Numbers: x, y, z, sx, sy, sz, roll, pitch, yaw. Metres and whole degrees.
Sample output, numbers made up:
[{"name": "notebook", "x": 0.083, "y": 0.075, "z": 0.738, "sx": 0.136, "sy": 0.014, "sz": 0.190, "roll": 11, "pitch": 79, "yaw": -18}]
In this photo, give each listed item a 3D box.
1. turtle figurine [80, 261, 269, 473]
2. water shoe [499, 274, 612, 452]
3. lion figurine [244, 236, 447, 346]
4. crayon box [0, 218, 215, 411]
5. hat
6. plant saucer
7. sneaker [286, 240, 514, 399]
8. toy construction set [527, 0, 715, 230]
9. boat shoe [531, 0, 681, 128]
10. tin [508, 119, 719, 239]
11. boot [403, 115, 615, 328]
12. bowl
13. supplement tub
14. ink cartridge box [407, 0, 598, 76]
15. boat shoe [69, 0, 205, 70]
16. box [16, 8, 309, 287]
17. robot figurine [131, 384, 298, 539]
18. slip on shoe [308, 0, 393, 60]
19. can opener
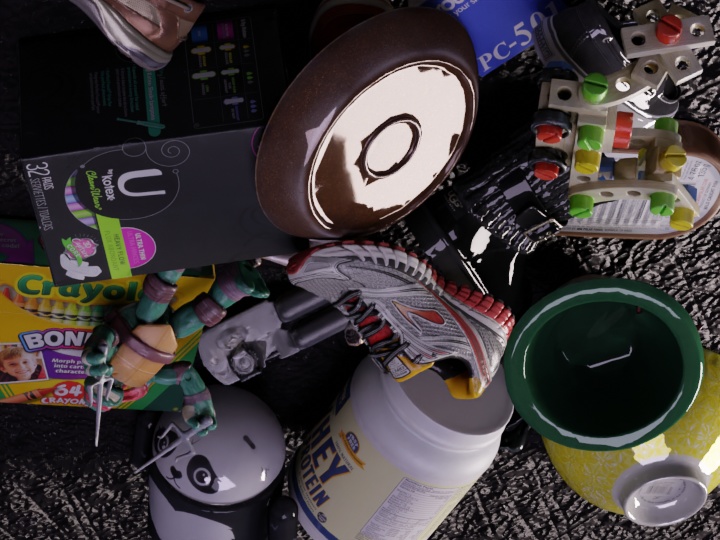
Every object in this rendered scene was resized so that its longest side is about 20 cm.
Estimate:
[{"name": "turtle figurine", "x": -0.169, "y": 0.065, "z": 1.671, "sx": 0.149, "sy": 0.101, "sz": 0.200, "roll": 17, "pitch": 117, "yaw": -47}, {"name": "water shoe", "x": 0.175, "y": 0.087, "z": 1.857, "sx": 0.071, "sy": 0.079, "sz": 0.200, "roll": 16, "pitch": 133, "yaw": -26}, {"name": "lion figurine", "x": 0.000, "y": 0.000, "z": 1.700, "sx": 0.122, "sy": 0.200, "sz": 0.073, "roll": -28, "pitch": 157, "yaw": -55}, {"name": "crayon box", "x": -0.234, "y": 0.039, "z": 1.746, "sx": 0.198, "sy": 0.059, "sz": 0.173, "roll": 4, "pitch": 137, "yaw": -15}, {"name": "hat", "x": 0.203, "y": 0.042, "z": 1.787, "sx": 0.164, "sy": 0.177, "sz": 0.201, "roll": -16, "pitch": 123, "yaw": 10}, {"name": "plant saucer", "x": 0.014, "y": -0.097, "z": 1.520, "sx": 0.199, "sy": 0.035, "sz": 0.201, "roll": -27, "pitch": 143, "yaw": -23}, {"name": "sneaker", "x": 0.030, "y": 0.036, "z": 1.581, "sx": 0.199, "sy": 0.083, "sz": 0.078, "roll": 25, "pitch": 158, "yaw": -25}, {"name": "toy construction set", "x": 0.187, "y": -0.102, "z": 1.482, "sx": 0.130, "sy": 0.093, "sz": 0.201, "roll": 7, "pitch": 144, "yaw": 5}, {"name": "boat shoe", "x": 0.201, "y": -0.159, "z": 1.562, "sx": 0.066, "sy": 0.070, "sz": 0.199, "roll": -31, "pitch": 151, "yaw": 25}, {"name": "tin", "x": 0.207, "y": -0.075, "z": 1.713, "sx": 0.198, "sy": 0.042, "sz": 0.113, "roll": 2, "pitch": 134, "yaw": -12}, {"name": "boot", "x": 0.136, "y": -0.038, "z": 1.658, "sx": 0.157, "sy": 0.080, "sz": 0.211, "roll": -36, "pitch": 153, "yaw": 5}, {"name": "bowl", "x": 0.273, "y": 0.171, "z": 1.950, "sx": 0.198, "sy": 0.108, "sz": 0.201, "roll": -5, "pitch": 139, "yaw": -4}, {"name": "supplement tub", "x": 0.036, "y": 0.154, "z": 1.859, "sx": 0.144, "sy": 0.146, "sz": 0.200, "roll": 14, "pitch": 134, "yaw": -24}, {"name": "ink cartridge box", "x": 0.137, "y": -0.229, "z": 1.518, "sx": 0.199, "sy": 0.044, "sz": 0.094, "roll": -31, "pitch": 134, "yaw": 25}, {"name": "boat shoe", "x": -0.187, "y": -0.224, "z": 1.454, "sx": 0.072, "sy": 0.076, "sz": 0.200, "roll": -41, "pitch": 129, "yaw": 11}, {"name": "box", "x": -0.145, "y": -0.091, "z": 1.564, "sx": 0.198, "sy": 0.125, "sz": 0.149, "roll": -8, "pitch": 141, "yaw": -2}, {"name": "robot figurine", "x": -0.132, "y": 0.194, "z": 1.885, "sx": 0.149, "sy": 0.125, "sz": 0.201, "roll": 2, "pitch": 137, "yaw": -7}, {"name": "slip on shoe", "x": -0.004, "y": -0.132, "z": 1.593, "sx": 0.073, "sy": 0.062, "sz": 0.201, "roll": -1, "pitch": 137, "yaw": -6}, {"name": "can opener", "x": -0.048, "y": 0.034, "z": 1.790, "sx": 0.199, "sy": 0.067, "sz": 0.054, "roll": -27, "pitch": 104, "yaw": 10}]
